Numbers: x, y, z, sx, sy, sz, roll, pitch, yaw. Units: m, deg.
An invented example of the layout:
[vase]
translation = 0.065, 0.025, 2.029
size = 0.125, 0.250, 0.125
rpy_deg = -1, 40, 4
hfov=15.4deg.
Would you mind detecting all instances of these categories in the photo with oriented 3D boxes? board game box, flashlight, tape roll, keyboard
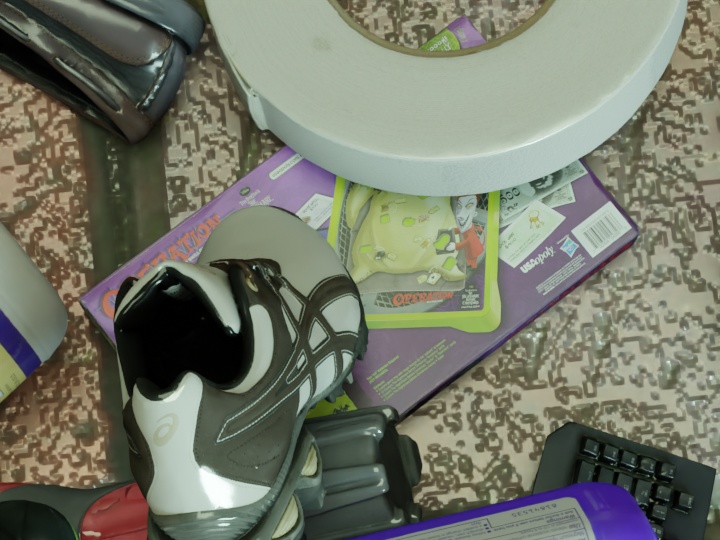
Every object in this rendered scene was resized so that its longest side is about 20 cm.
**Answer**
[board game box]
translation = 0.000, 0.000, 1.090
size = 0.200, 0.032, 0.120
rpy_deg = -36, 83, -8
[flashlight]
translation = -0.080, 0.097, 1.023
size = 0.200, 0.068, 0.068
rpy_deg = -13, 48, 15
[tape roll]
translation = 0.034, -0.126, 1.092
size = 0.202, 0.037, 0.203
rpy_deg = -2, 67, 5
[keyboard]
translation = 0.110, 0.167, 1.038
size = 0.127, 0.021, 0.200
rpy_deg = 20, 68, -14

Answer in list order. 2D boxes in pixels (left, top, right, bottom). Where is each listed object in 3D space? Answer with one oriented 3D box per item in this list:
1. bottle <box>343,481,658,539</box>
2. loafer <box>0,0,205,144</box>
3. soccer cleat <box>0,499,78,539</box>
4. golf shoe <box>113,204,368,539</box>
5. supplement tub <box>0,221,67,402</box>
[bottle]
translation = 0.013, 0.137, 0.981
size = 0.200, 0.065, 0.084
rpy_deg = -12, 116, -9
[loafer]
translation = -0.166, -0.112, 1.094
size = 0.200, 0.072, 0.063
rpy_deg = 20, 82, 1
[soccer cleat]
translation = -0.194, 0.143, 0.971
size = 0.200, 0.081, 0.068
rpy_deg = -29, 71, 10
[golf shoe]
translation = -0.045, 0.019, 0.983
size = 0.078, 0.095, 0.200
rpy_deg = -13, 33, 10
[supplement tub]
translation = -0.228, 0.037, 1.020
size = 0.200, 0.145, 0.145
rpy_deg = -43, 81, -9
